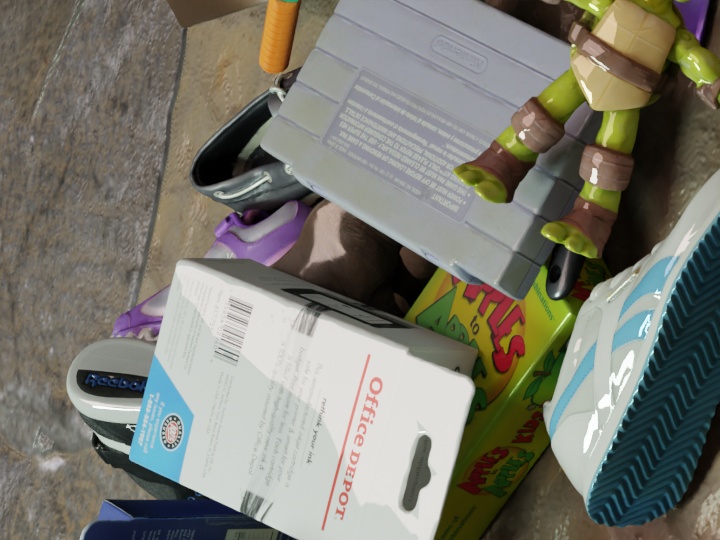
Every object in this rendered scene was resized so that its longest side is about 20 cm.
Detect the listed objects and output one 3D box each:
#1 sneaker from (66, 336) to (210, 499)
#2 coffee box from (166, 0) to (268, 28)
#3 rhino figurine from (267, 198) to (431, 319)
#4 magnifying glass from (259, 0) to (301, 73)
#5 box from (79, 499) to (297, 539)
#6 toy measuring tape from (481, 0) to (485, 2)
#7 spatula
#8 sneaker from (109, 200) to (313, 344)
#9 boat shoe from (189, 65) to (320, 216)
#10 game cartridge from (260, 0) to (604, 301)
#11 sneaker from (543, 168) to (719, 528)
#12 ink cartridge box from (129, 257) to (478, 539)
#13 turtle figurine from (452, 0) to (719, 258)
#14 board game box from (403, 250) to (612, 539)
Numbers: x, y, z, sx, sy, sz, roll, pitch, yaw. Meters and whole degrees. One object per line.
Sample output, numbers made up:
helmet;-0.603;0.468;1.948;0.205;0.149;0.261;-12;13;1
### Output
sneaker;-0.071;0.103;1.607;0.199;0.112;0.073;15;58;27
coffee box;-0.054;-0.222;1.600;0.200;0.080;0.115;-10;113;55
rhino figurine;0.000;0.000;1.488;0.200;0.087;0.060;-46;16;22
magnifying glass;-0.040;-0.169;1.506;0.200;0.022;0.080;101;175;-64
box;-0.103;0.187;1.506;0.032;0.199;0.122;25;102;39
toy measuring tape;0.068;-0.120;1.468;0.199;0.073;0.074;-30;56;28
spatula;0.132;-0.077;1.359;0.056;0.020;0.201;7;69;56
sneaker;-0.076;0.011;1.629;0.200;0.080;0.089;-20;60;47
boat shoe;-0.030;-0.085;1.589;0.200;0.062;0.073;-34;55;47
game cartridge;0.043;-0.076;1.398;0.200;0.038;0.130;32;97;43
sneaker;0.146;0.021;1.292;0.201;0.076;0.081;-62;36;22
ink cartridge box;-0.016;0.077;1.407;0.199;0.068;0.117;22;102;34
turtle figurine;0.112;-0.099;1.286;0.162;0.199;0.064;-58;6;12
board game box;0.059;0.060;1.434;0.200;0.047;0.102;-57;40;31
